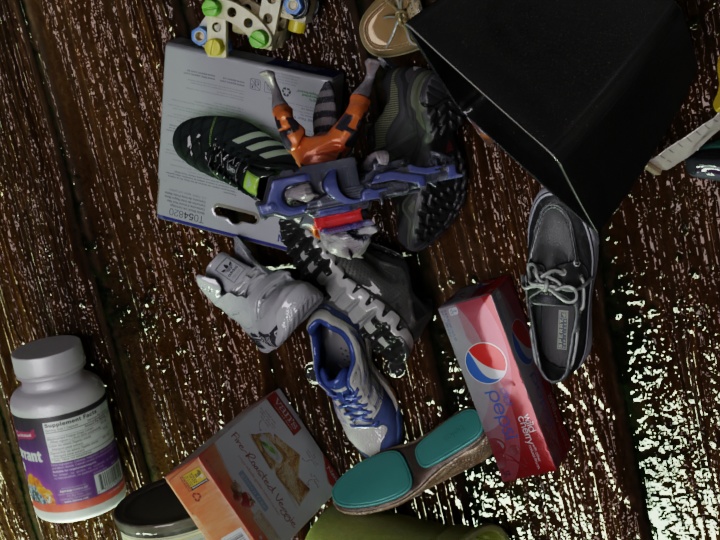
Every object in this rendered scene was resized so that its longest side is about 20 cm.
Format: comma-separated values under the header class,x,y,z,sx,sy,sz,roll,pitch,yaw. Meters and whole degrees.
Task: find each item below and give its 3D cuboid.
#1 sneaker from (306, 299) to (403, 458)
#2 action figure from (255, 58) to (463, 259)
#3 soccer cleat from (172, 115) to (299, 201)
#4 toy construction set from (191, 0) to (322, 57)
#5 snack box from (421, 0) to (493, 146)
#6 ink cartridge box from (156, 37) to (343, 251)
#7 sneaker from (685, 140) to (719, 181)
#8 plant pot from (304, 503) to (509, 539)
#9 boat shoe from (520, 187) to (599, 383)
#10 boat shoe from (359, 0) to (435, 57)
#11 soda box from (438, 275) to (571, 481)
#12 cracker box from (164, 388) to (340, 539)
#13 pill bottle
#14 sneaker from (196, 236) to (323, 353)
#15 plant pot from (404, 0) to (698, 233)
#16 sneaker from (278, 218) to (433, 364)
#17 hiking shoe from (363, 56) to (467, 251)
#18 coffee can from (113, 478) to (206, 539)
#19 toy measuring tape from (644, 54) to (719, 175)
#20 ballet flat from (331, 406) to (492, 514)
class,x,y,z,sx,sy,sz,roll,pitch,yaw
sneaker,-0.016,0.124,1.747,0.075,0.088,0.200,-14,103,25
action figure,-0.005,-0.105,1.583,0.200,0.105,0.194,-3,82,-4
soccer cleat,-0.111,-0.107,1.663,0.200,0.081,0.068,21,115,15
toy construction set,-0.103,-0.305,1.635,0.131,0.092,0.200,17,122,15
snack box,0.099,-0.225,1.607,0.072,0.024,0.200,-34,92,28
ink cartridge box,-0.120,-0.132,1.728,0.199,0.041,0.200,15,114,18
sneaker,0.401,-0.073,1.502,0.200,0.074,0.088,3,114,22
plant pot,0.037,0.339,1.756,0.184,0.200,0.201,18,115,30
boat shoe,0.194,0.015,1.625,0.074,0.068,0.199,9,111,21
boat shoe,0.078,-0.263,1.554,0.200,0.063,0.073,-28,95,26
soda box,0.151,0.112,1.677,0.063,0.070,0.200,-17,100,27
cracker box,-0.111,0.228,1.760,0.058,0.200,0.134,-33,93,28
pill bottle,-0.347,0.183,1.900,0.111,0.111,0.200,-3,106,25
sneaker,-0.111,0.023,1.704,0.115,0.200,0.075,43,75,-2
plant pot,0.191,-0.185,1.465,0.177,0.200,0.200,-44,65,0
sneaker,0.000,0.000,1.698,0.200,0.090,0.066,47,148,-1
hiking shoe,0.052,-0.119,1.650,0.101,0.076,0.200,29,126,39
coffee can,-0.191,0.352,1.870,0.146,0.146,0.200,-5,106,25
toy measuring tape,0.336,-0.167,1.497,0.200,0.074,0.074,-37,91,28
ballet flat,0.065,0.215,1.740,0.200,0.065,0.071,-28,54,18
